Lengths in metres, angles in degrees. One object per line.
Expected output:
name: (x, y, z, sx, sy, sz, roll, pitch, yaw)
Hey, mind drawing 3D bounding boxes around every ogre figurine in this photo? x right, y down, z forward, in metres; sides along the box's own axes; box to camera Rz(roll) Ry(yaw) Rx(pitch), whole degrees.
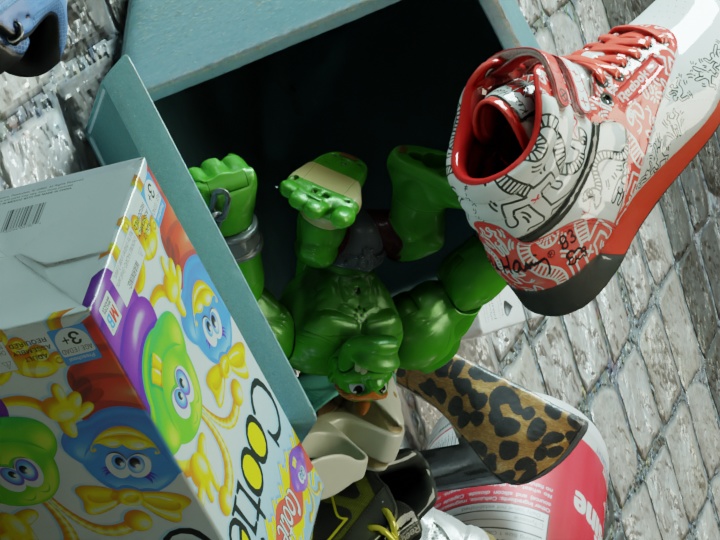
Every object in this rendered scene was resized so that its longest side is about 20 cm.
ogre figurine: (0.000, 0.000, 1.445, 0.200, 0.098, 0.120, -15, 134, -44)

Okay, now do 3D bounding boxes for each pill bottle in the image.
pill bottle: (0.082, 0.174, 1.685, 0.200, 0.112, 0.112, -78, 149, -46)

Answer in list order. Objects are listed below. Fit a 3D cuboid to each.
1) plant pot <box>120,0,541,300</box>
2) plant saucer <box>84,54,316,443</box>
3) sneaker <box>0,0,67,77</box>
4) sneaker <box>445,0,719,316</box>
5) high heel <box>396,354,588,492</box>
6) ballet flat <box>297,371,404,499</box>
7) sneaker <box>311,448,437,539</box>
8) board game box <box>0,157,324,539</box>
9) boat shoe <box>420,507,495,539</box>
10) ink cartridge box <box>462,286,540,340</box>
plant pot: (-0.005, -0.120, 1.531, 0.200, 0.196, 0.196, -98, 162, -46)
plant saucer: (-0.079, -0.002, 1.372, 0.200, 0.019, 0.070, 63, -24, 16)
sneaker: (-0.173, -0.127, 1.243, 0.200, 0.078, 0.089, 18, 60, -67)
sneaker: (0.114, -0.086, 1.411, 0.202, 0.067, 0.108, -58, 134, -22)
high heel: (0.050, 0.026, 1.640, 0.071, 0.142, 0.201, 6, 73, -68)
ballet flat: (-0.019, 0.083, 1.487, 0.200, 0.070, 0.067, -28, 147, -56)
sneaker: (-0.015, 0.145, 1.488, 0.200, 0.084, 0.075, -70, 141, -55)
board game box: (-0.107, 0.068, 1.266, 0.103, 0.105, 0.200, -76, 147, -48)
boat shoe: (0.003, 0.203, 1.541, 0.069, 0.071, 0.200, 31, 48, 0)
ink cartridge box: (0.065, -0.019, 1.811, 0.200, 0.067, 0.116, -14, 91, -69)
